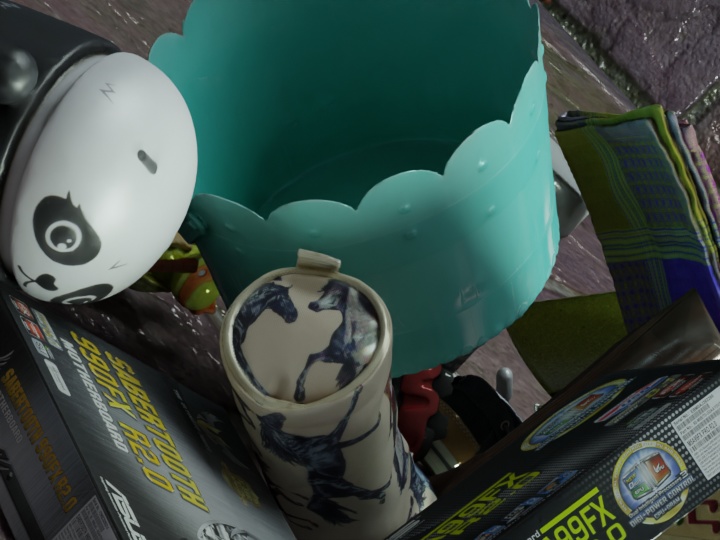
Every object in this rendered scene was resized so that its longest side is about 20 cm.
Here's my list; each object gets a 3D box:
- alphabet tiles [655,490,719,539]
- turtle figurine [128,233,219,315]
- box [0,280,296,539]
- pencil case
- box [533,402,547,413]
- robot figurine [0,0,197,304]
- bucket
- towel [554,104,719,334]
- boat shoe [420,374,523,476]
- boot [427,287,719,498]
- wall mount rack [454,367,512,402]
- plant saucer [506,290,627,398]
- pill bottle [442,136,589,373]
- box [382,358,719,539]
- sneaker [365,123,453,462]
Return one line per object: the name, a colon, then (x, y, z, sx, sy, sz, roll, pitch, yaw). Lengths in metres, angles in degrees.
alphabet tiles: (0.133, 0.174, 1.427, 0.199, 0.167, 0.006, 6, -15, 17)
turtle figurine: (-0.119, -0.024, 1.605, 0.161, 0.065, 0.200, 41, 21, 27)
box: (-0.092, 0.106, 1.306, 0.158, 0.048, 0.200, 33, 17, -40)
pencil case: (-0.012, 0.076, 1.410, 0.200, 0.078, 0.090, 75, 16, -55)
box: (0.220, 0.120, 1.757, 0.160, 0.199, 0.049, 62, 21, -45)
robot figurine: (-0.172, -0.060, 1.362, 0.200, 0.125, 0.150, 23, 16, 18)
bucket: (0.001, -0.055, 1.471, 0.207, 0.207, 0.135, -123, -167, -46)
towel: (0.162, 0.005, 1.586, 0.144, 0.023, 0.201, 7, -63, 68)
boat shoe: (0.068, 0.104, 1.725, 0.075, 0.062, 0.200, 48, -3, 17)
boot: (0.101, 0.086, 1.566, 0.064, 0.200, 0.186, 48, -7, -14)
wall mount rack: (0.092, 0.087, 1.871, 0.174, 0.075, 0.200, 37, 14, -41)
plant saucer: (0.210, 0.081, 1.814, 0.200, 0.199, 0.048, 43, 52, -39)
pill bottle: (0.033, -0.001, 1.694, 0.113, 0.200, 0.113, 42, 13, -12)
box: (0.078, 0.114, 1.351, 0.044, 0.200, 0.160, 57, -16, -6)
sneaker: (0.000, 0.000, 1.589, 0.098, 0.201, 0.071, 6, -4, -18)
